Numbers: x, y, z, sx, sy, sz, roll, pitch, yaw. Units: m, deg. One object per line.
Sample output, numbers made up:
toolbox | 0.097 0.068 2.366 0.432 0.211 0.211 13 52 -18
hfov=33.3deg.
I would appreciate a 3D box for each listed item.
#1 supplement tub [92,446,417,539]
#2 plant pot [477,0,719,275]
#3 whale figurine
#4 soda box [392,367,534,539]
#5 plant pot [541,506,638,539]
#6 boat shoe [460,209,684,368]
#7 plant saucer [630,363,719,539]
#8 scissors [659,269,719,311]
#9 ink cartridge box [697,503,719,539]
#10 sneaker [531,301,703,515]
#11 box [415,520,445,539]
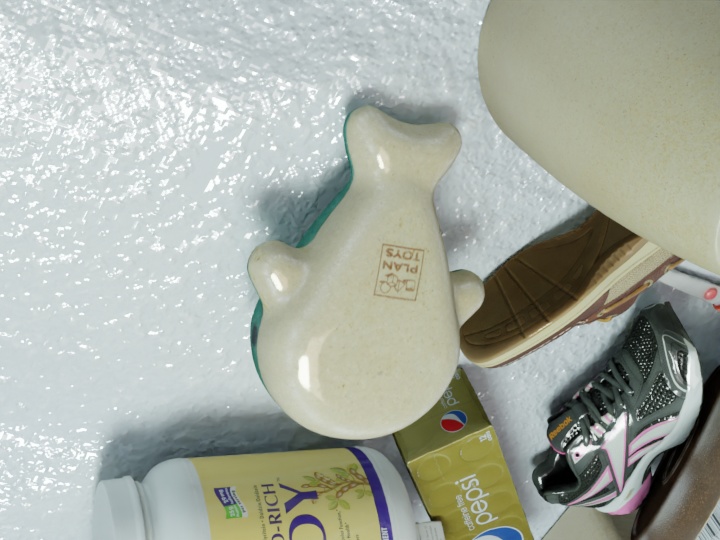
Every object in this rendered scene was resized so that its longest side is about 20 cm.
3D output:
supplement tub | -0.075 0.197 0.821 0.199 0.146 0.146 -1 127 -20
plant pot | 0.185 -0.088 0.659 0.187 0.200 0.188 -10 129 -12
whale figurine | 0.000 0.000 0.743 0.159 0.104 0.201 7 99 -25
soda box | 0.081 0.168 0.910 0.068 0.064 0.200 -24 130 -1
plant pot | 0.243 0.334 1.026 0.199 0.177 0.200 18 119 -31
boat shoe | 0.159 0.008 0.812 0.200 0.072 0.072 -39 129 4
plant saucer | 0.251 0.141 0.900 0.032 0.200 0.201 27 121 10
scissors | 0.265 0.024 0.898 0.199 0.014 0.073 3 126 -24
ink cartridge box | 0.372 0.158 0.987 0.200 0.041 0.200 -43 157 25
sneaker | 0.185 0.114 0.897 0.086 0.080 0.201 -1 126 -18
box | 0.017 0.250 0.924 0.039 0.042 0.200 0 147 -19
